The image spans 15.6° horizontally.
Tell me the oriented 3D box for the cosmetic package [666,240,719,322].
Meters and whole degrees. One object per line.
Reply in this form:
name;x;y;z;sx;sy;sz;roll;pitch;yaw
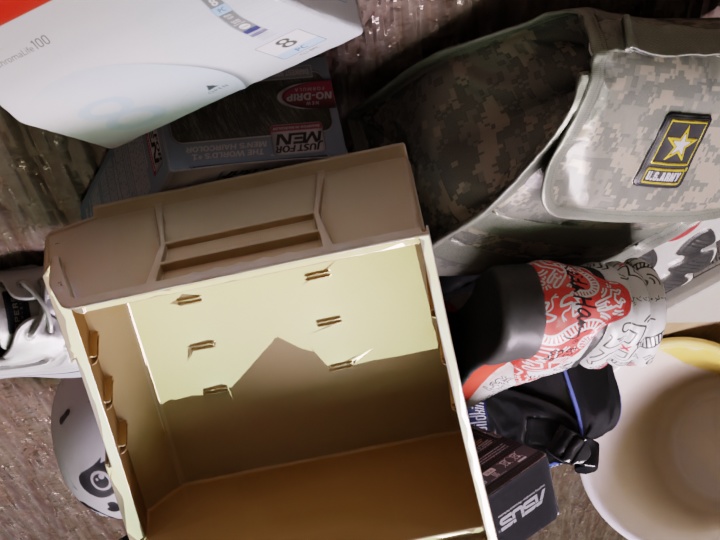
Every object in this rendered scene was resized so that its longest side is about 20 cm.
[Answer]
cosmetic package;0.257;-0.047;1.606;0.087;0.104;0.200;2;160;-37

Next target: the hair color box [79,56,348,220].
hair color box;-0.084;-0.048;1.439;0.099;0.061;0.200;-6;163;-19

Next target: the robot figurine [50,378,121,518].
robot figurine;-0.112;0.103;1.796;0.199;0.151;0.125;-9;-166;-12

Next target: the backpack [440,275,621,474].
backpack;0.052;0.043;1.622;0.199;0.184;0.147;-13;-176;24

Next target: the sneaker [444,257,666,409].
sneaker;0.101;0.038;1.458;0.107;0.068;0.201;-2;168;-15

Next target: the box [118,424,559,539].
box;-0.014;0.145;1.460;0.200;0.044;0.160;-31;-149;-32

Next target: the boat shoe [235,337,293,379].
boat shoe;0.000;0.000;1.474;0.200;0.068;0.072;-27;170;-24

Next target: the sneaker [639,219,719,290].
sneaker;0.200;-0.067;1.548;0.080;0.084;0.200;10;144;-33

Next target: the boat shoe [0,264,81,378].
boat shoe;-0.204;0.033;1.598;0.199;0.074;0.065;-16;167;10

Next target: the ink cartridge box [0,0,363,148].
ink cartridge box;-0.117;-0.118;1.210;0.160;0.047;0.200;-21;163;29

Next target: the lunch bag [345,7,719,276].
lunch bag;0.121;-0.074;1.400;0.164;0.118;0.200;0;158;-39

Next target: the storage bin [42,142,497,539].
storage bin;-0.046;0.056;1.361;0.198;0.094;0.201;-12;125;4

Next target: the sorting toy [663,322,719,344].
sorting toy;0.258;0.002;1.822;0.198;0.070;0.200;-7;163;-15

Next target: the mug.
mug;0.262;0.122;1.861;0.186;0.150;0.153;-10;173;19
